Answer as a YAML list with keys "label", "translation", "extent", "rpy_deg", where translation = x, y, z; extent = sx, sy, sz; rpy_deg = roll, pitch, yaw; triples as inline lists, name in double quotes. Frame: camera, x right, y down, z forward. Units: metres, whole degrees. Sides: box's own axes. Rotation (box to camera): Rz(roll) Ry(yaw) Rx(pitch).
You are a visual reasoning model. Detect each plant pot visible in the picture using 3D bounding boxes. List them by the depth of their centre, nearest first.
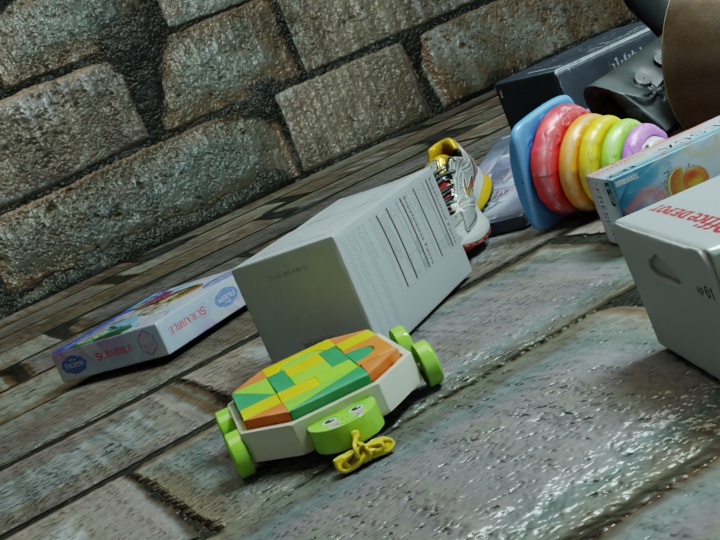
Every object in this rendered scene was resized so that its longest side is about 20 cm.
- label: "plant pot"
  translation: [0.415, -0.208, 1.019]
  extent: [0.186, 0.188, 0.199]
  rpy_deg: [-30, 26, -34]

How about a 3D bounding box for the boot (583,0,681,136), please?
- label: "boot"
  translation: [0.294, -0.223, 1.143]
  extent: [0.164, 0.066, 0.200]
  rpy_deg: [34, 63, 27]

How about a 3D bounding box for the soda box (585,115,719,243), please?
- label: "soda box"
  translation: [0.292, -0.087, 0.906]
  extent: [0.199, 0.064, 0.068]
  rpy_deg: [-25, 10, -2]

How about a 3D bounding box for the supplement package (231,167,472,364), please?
- label: "supplement package"
  translation: [0.000, 0.000, 0.977]
  extent: [0.113, 0.110, 0.200]
  rpy_deg: [-17, 12, 33]

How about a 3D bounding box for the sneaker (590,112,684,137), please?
- label: "sneaker"
  translation: [0.342, -0.180, 1.191]
  extent: [0.199, 0.083, 0.078]
  rpy_deg: [-22, 10, -2]

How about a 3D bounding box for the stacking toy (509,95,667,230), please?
- label: "stacking toy"
  translation: [0.249, -0.103, 1.039]
  extent: [0.110, 0.117, 0.199]
  rpy_deg: [-33, 25, -35]

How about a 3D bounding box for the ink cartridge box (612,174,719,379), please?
- label: "ink cartridge box"
  translation: [0.252, -0.020, 0.576]
  extent: [0.199, 0.085, 0.145]
  rpy_deg: [-22, 9, -1]

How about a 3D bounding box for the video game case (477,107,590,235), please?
- label: "video game case"
  translation: [0.172, -0.105, 1.251]
  extent: [0.142, 0.019, 0.200]
  rpy_deg: [-13, 31, 48]

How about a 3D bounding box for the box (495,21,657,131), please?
- label: "box"
  translation: [0.308, -0.228, 1.405]
  extent: [0.196, 0.125, 0.200]
  rpy_deg: [-24, 10, -11]

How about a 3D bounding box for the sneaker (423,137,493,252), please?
- label: "sneaker"
  translation: [0.088, -0.072, 1.177]
  extent: [0.078, 0.082, 0.200]
  rpy_deg: [-29, 24, 22]

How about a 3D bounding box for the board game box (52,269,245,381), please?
- label: "board game box"
  translation: [-0.248, 0.063, 1.376]
  extent: [0.199, 0.041, 0.200]
  rpy_deg: [-16, 12, 36]

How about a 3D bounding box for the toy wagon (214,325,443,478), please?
- label: "toy wagon"
  translation: [-0.021, 0.089, 0.757]
  extent: [0.154, 0.040, 0.200]
  rpy_deg: [-25, 10, -9]
